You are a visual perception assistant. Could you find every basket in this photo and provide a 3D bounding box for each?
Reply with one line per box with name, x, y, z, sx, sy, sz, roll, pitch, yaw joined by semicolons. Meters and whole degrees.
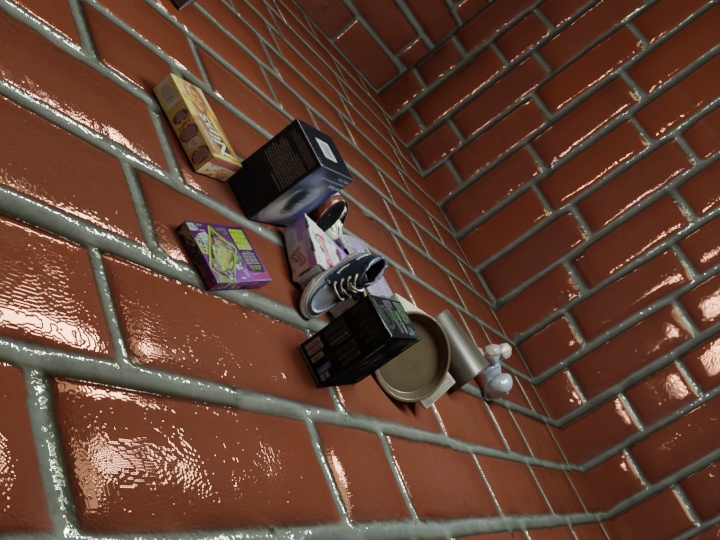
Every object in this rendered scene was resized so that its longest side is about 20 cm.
basket;0.265;0.228;2.145;0.202;0.135;0.180;55;11;9

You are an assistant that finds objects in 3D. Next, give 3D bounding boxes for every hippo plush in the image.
hippo plush;0.417;0.342;2.434;0.200;0.155;0.165;132;-50;-64

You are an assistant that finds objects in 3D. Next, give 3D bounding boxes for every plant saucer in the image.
plant saucer;0.113;0.194;1.681;0.202;0.200;0.029;52;-17;-13

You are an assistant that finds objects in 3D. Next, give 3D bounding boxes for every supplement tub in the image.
supplement tub;-0.133;-0.192;1.753;0.200;0.107;0.107;46;13;16

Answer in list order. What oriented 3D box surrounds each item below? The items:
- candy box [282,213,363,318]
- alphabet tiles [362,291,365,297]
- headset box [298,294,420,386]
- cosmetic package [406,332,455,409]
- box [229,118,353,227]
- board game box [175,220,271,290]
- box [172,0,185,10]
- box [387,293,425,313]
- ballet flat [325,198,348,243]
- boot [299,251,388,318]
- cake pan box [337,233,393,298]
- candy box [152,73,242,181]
candy box;-0.079;0.000;1.642;0.200;0.071;0.170;44;20;-41
alphabet tiles;0.012;0.061;1.683;0.200;0.006;0.171;68;4;-80
headset box;0.005;0.139;1.441;0.094;0.172;0.199;59;14;17
cosmetic package;0.122;0.212;1.753;0.202;0.103;0.087;54;-7;-14
box;-0.146;-0.200;1.597;0.125;0.196;0.199;61;17;12
board game box;-0.235;-0.025;1.299;0.121;0.032;0.199;56;16;11
box;-0.460;-0.819;1.918;0.201;0.163;0.167;51;16;-19
box;0.117;0.135;1.963;0.199;0.081;0.069;31;28;-54
ballet flat;-0.069;-0.116;1.823;0.073;0.072;0.202;49;33;-20
boot;-0.033;0.027;1.507;0.200;0.089;0.074;-44;119;-31
cake pan box;0.000;0.000;1.927;0.187;0.052;0.199;59;15;16
candy box;-0.325;-0.284;1.483;0.203;0.055;0.115;61;16;13
